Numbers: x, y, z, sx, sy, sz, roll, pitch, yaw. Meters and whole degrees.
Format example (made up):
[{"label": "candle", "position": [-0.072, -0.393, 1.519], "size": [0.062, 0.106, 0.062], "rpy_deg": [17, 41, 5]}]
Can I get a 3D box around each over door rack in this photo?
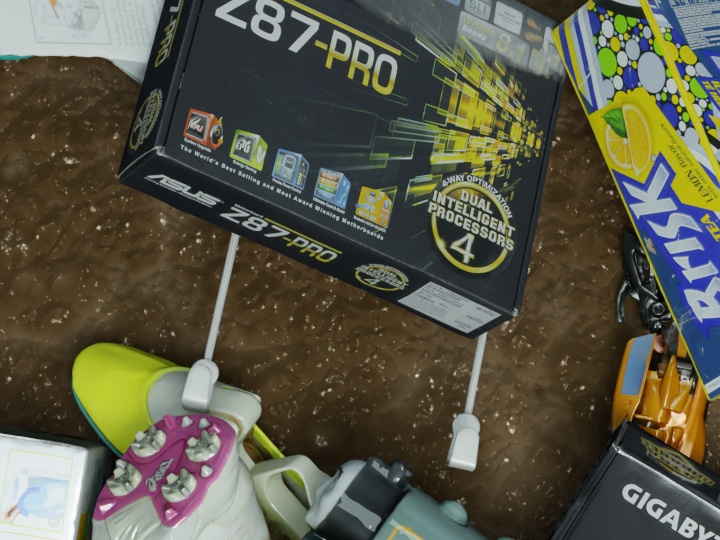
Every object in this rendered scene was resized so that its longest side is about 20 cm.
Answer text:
[{"label": "over door rack", "position": [0.000, 0.000, 1.285], "size": [0.147, 0.067, 0.201], "rpy_deg": [12, 66, 1]}]

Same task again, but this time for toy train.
[{"label": "toy train", "position": [0.045, 0.175, 1.212], "size": [0.200, 0.085, 0.114], "rpy_deg": [36, 97, 7]}]

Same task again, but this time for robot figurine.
[{"label": "robot figurine", "position": [0.193, 0.044, 1.291], "size": [0.144, 0.058, 0.201], "rpy_deg": [11, 87, 5]}]

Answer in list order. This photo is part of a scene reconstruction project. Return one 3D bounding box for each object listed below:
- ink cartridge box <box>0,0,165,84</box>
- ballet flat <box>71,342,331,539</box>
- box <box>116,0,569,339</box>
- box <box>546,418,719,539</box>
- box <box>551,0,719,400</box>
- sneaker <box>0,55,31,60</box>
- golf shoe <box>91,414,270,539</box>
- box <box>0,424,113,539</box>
[{"label": "ink cartridge box", "position": [-0.116, -0.159, 1.248], "size": [0.199, 0.047, 0.161], "rpy_deg": [0, 65, -29]}, {"label": "ballet flat", "position": [-0.057, 0.099, 1.284], "size": [0.200, 0.067, 0.067], "rpy_deg": [46, 46, 0]}, {"label": "box", "position": [-0.003, -0.078, 1.217], "size": [0.199, 0.049, 0.162], "rpy_deg": [25, 61, -22]}, {"label": "box", "position": [0.160, 0.207, 1.255], "size": [0.200, 0.050, 0.199], "rpy_deg": [32, 111, 3]}, {"label": "box", "position": [0.168, -0.045, 1.229], "size": [0.064, 0.070, 0.201], "rpy_deg": [-11, 73, -37]}, {"label": "sneaker", "position": [-0.206, -0.137, 1.278], "size": [0.199, 0.121, 0.084], "rpy_deg": [-7, 86, 0]}, {"label": "golf shoe", "position": [-0.105, 0.164, 1.196], "size": [0.075, 0.092, 0.200], "rpy_deg": [15, 58, 39]}, {"label": "box", "position": [-0.190, 0.177, 1.263], "size": [0.101, 0.112, 0.201], "rpy_deg": [9, 88, 2]}]
